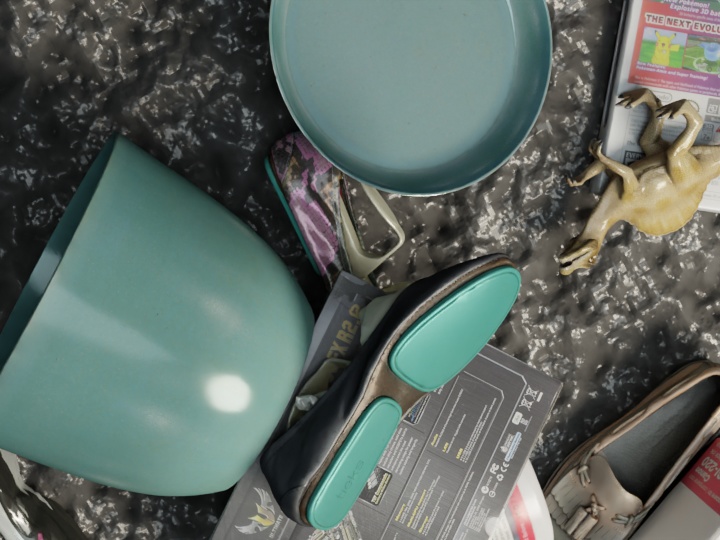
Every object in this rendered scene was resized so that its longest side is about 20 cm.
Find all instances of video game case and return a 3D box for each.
[{"bbox_3d":[0.268,-0.130,1.138,0.198,0.023,0.184,7,100,-12],"label":"video game case"}]

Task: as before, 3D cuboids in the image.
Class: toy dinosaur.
[{"bbox_3d":[0.211,-0.072,1.107,0.199,0.058,0.102,-25,120,3],"label":"toy dinosaur"}]

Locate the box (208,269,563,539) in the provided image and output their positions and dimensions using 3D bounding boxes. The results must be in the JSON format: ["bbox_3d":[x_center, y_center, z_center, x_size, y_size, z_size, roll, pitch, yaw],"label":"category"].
[{"bbox_3d":[0.013,0.124,1.015,0.157,0.048,0.201,26,82,1],"label":"box"}]

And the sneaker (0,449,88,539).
[{"bbox_3d":[-0.257,0.154,1.057,0.086,0.080,0.201,-32,101,7],"label":"sneaker"}]

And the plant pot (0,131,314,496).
[{"bbox_3d":[-0.124,0.043,0.991,0.160,0.201,0.202,28,95,-12],"label":"plant pot"}]

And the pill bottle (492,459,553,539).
[{"bbox_3d":[0.017,0.171,1.094,0.198,0.120,0.121,-23,105,-7],"label":"pill bottle"}]

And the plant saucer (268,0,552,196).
[{"bbox_3d":[0.031,-0.148,1.058,0.198,0.027,0.202,1,89,-23],"label":"plant saucer"}]

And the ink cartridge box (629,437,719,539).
[{"bbox_3d":[0.245,0.242,1.132,0.145,0.085,0.200,40,90,-20],"label":"ink cartridge box"}]

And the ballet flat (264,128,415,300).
[{"bbox_3d":[0.000,0.000,1.080,0.071,0.069,0.202,-17,102,11],"label":"ballet flat"}]

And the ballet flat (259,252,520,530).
[{"bbox_3d":[0.010,0.059,0.967,0.073,0.073,0.201,39,88,-16],"label":"ballet flat"}]

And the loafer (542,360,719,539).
[{"bbox_3d":[0.187,0.137,1.145,0.072,0.063,0.200,44,87,12],"label":"loafer"}]
